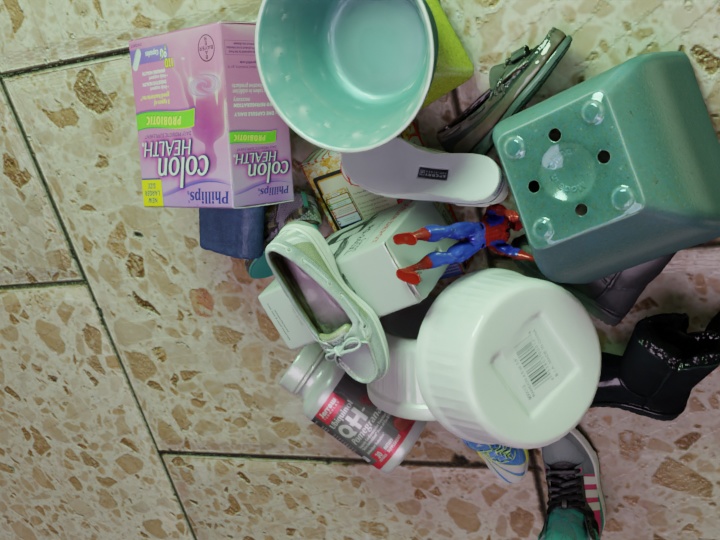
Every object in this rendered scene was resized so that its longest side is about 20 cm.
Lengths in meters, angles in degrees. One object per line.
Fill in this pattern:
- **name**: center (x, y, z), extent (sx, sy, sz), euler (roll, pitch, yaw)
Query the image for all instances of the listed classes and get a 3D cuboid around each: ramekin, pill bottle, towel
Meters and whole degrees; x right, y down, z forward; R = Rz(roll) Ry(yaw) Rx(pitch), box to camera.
- **ramekin**: center (0.170, 0.100, 1.026), extent (0.201, 0.200, 0.098), euler (56, 161, -15)
- **pill bottle**: center (-0.011, 0.183, 1.295), extent (0.199, 0.111, 0.111), euler (35, 127, 0)
- **towel**: center (-0.159, -0.119, 1.178), extent (0.111, 0.048, 0.202), euler (18, 110, 41)
- **ramekin**: center (0.102, 0.101, 1.150), extent (0.200, 0.202, 0.095), euler (0, 108, 24)

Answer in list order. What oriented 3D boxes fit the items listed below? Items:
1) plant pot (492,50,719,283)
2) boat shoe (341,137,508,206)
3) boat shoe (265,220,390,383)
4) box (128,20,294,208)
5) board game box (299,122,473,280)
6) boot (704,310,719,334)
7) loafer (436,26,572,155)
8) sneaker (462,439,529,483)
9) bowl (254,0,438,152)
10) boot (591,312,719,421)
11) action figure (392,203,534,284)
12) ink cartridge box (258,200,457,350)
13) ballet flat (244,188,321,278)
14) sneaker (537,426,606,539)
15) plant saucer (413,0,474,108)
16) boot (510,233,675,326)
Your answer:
- **plant pot**: center (0.239, -0.096, 0.920), extent (0.195, 0.199, 0.198), euler (-22, 84, 33)
- **boat shoe**: center (0.074, -0.109, 1.054), extent (0.198, 0.070, 0.072), euler (10, 85, 26)
- **boat shoe**: center (-0.037, 0.045, 1.010), extent (0.074, 0.065, 0.203), euler (-18, 109, 33)
- **box**: center (-0.175, -0.177, 1.082), extent (0.175, 0.096, 0.203), euler (5, 102, 43)
- **board game box**: center (0.034, -0.073, 1.160), extent (0.150, 0.046, 0.201), euler (-14, 112, 30)
- **boot**: center (0.500, 0.069, 1.019), extent (0.153, 0.074, 0.204), euler (41, 134, 0)
- **loafer**: center (0.152, -0.193, 1.024), extent (0.063, 0.072, 0.200), euler (40, 129, 4)
- **sneaker**: center (0.168, 0.226, 1.245), extent (0.075, 0.105, 0.202), euler (-12, 113, 29)
- **bowl**: center (0.002, -0.231, 0.954), extent (0.199, 0.105, 0.203), euler (10, 112, 25)
- **boot**: center (0.310, 0.102, 1.091), extent (0.198, 0.077, 0.169), euler (13, 148, 9)
- **action figure**: center (0.138, -0.031, 1.009), extent (0.098, 0.199, 0.066), euler (11, 112, 43)
- **ink cartridge box**: center (0.000, 0.000, 1.099), extent (0.199, 0.145, 0.084), euler (-23, 106, 34)
- **ballet flat**: center (-0.104, -0.053, 1.221), extent (0.072, 0.072, 0.200), euler (42, 147, -5)
- **sneaker**: center (0.275, 0.310, 1.238), extent (0.083, 0.121, 0.202), euler (-10, 115, 28)
- **plant saucer**: center (-0.004, -0.255, 1.039), extent (0.199, 0.048, 0.201), euler (-28, 94, 32)
- **boot**: center (0.283, -0.054, 1.049), extent (0.164, 0.066, 0.201), euler (30, 127, 3)
